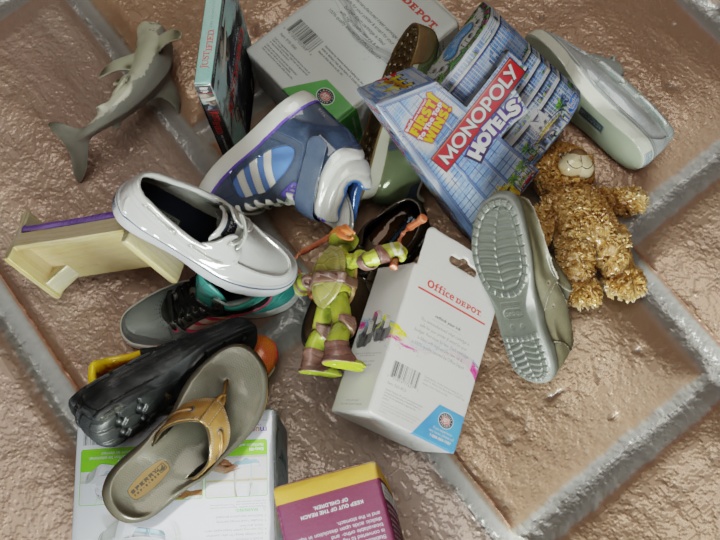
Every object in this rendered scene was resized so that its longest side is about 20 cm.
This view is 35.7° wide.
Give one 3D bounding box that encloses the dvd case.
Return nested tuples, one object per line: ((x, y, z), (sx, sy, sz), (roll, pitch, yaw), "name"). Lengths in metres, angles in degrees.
((-0.144, -0.213, 1.214), (0.022, 0.200, 0.146), (2, 69, 6), "dvd case")

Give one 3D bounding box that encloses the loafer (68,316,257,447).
((-0.191, 0.097, 1.098), (0.200, 0.068, 0.070), (-31, 51, -28), "loafer")

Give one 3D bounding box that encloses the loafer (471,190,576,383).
((0.170, 0.012, 1.134), (0.070, 0.075, 0.200), (-26, 109, -40), "loafer")

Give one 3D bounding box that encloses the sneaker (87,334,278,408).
((-0.183, 0.107, 1.162), (0.200, 0.077, 0.073), (-14, 67, -2), "sneaker")

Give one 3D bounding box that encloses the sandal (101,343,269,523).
((-0.161, 0.154, 1.042), (0.200, 0.055, 0.082), (-43, 91, -11), "sandal")

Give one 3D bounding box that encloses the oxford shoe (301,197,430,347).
((0.000, 0.000, 1.183), (0.073, 0.084, 0.200), (31, 77, 14), "oxford shoe")

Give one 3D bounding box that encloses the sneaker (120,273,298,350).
((-0.166, 0.024, 1.168), (0.200, 0.121, 0.084), (-18, 69, -1), "sneaker")

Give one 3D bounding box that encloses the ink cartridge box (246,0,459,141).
((-0.005, -0.246, 1.275), (0.200, 0.083, 0.147), (-39, 70, -8), "ink cartridge box")

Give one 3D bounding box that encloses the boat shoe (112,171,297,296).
((-0.141, -0.034, 1.084), (0.200, 0.065, 0.074), (23, 63, -25), "boat shoe")

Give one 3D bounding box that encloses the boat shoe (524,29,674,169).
((0.266, -0.200, 1.248), (0.071, 0.070, 0.201), (-35, 73, -20), "boat shoe")

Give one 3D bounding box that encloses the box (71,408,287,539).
((-0.174, 0.236, 1.101), (0.200, 0.097, 0.177), (-5, 69, 3), "box")

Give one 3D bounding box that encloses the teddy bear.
((0.238, -0.052, 1.188), (0.145, 0.067, 0.200), (3, 70, 4), "teddy bear")

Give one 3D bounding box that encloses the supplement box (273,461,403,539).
((-0.003, 0.296, 1.046), (0.103, 0.131, 0.200), (-16, 68, 1), "supplement box")

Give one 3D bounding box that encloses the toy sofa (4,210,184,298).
((-0.270, -0.039, 1.175), (0.200, 0.083, 0.098), (-6, 54, 35), "toy sofa")

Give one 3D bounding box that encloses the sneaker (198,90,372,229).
((-0.077, -0.078, 1.196), (0.200, 0.081, 0.147), (-43, 78, 25), "sneaker")

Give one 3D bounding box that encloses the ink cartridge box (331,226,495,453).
((0.061, 0.070, 1.129), (0.115, 0.068, 0.200), (30, 69, -30), "ink cartridge box")

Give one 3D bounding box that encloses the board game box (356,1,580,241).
((0.106, -0.162, 1.148), (0.200, 0.200, 0.062), (-52, 31, 6), "board game box")

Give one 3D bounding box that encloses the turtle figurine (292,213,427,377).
((-0.018, 0.018, 1.096), (0.200, 0.064, 0.161), (-15, 63, 44), "turtle figurine")

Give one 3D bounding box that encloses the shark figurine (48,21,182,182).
((-0.253, -0.198, 1.289), (0.128, 0.090, 0.215), (5, 56, 43), "shark figurine")

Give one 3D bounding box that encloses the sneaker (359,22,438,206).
((0.061, -0.160, 1.206), (0.090, 0.067, 0.200), (13, 110, -22), "sneaker")
